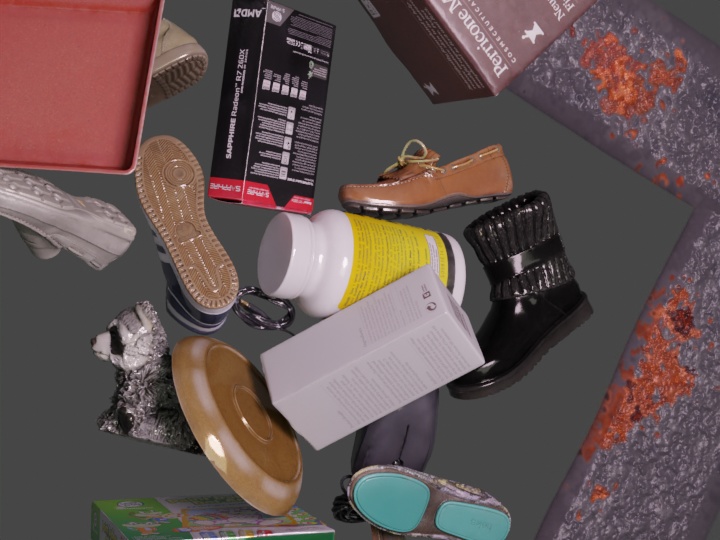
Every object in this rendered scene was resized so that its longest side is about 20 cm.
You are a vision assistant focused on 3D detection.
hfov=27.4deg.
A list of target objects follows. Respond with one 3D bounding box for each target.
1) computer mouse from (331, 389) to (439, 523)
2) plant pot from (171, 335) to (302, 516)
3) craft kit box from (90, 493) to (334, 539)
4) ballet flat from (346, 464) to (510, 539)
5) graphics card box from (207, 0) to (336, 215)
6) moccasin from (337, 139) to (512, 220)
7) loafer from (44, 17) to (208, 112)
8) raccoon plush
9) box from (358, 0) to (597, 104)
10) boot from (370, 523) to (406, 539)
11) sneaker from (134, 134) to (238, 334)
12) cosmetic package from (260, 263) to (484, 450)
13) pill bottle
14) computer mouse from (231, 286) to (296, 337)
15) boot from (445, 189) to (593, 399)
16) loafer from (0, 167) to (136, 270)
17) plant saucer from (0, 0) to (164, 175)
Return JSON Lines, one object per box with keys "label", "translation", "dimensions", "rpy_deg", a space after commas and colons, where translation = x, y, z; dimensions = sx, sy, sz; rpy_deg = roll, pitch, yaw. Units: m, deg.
{"label": "computer mouse", "translation": [0.044, 0.181, 1.565], "dimensions": [0.137, 0.053, 0.202], "rpy_deg": [-3, 109, -18]}
{"label": "plant pot", "translation": [-0.114, 0.146, 1.455], "dimensions": [0.027, 0.200, 0.201], "rpy_deg": [-31, 106, 15]}
{"label": "craft kit box", "translation": [-0.148, 0.259, 1.444], "dimensions": [0.198, 0.197, 0.049], "rpy_deg": [0, 90, -22]}
{"label": "ballet flat", "translation": [0.063, 0.242, 1.540], "dimensions": [0.199, 0.072, 0.073], "rpy_deg": [20, 86, -26]}
{"label": "graphics card box", "translation": [-0.088, -0.163, 1.489], "dimensions": [0.125, 0.050, 0.202], "rpy_deg": [5, 93, -56]}
{"label": "moccasin", "translation": [0.069, -0.099, 1.574], "dimensions": [0.199, 0.074, 0.079], "rpy_deg": [-12, 88, -17]}
{"label": "loafer", "translation": [-0.248, -0.184, 1.448], "dimensions": [0.198, 0.076, 0.069], "rpy_deg": [-25, 64, -9]}
{"label": "raccoon plush", "translation": [-0.181, 0.112, 1.490], "dimensions": [0.199, 0.096, 0.135], "rpy_deg": [20, 77, -32]}
{"label": "box", "translation": [0.128, -0.302, 1.534], "dimensions": [0.200, 0.164, 0.166], "rpy_deg": [-44, 107, -13]}
{"label": "boot", "translation": [0.084, 0.329, 1.547], "dimensions": [0.096, 0.075, 0.202], "rpy_deg": [-26, 81, 9]}
{"label": "sneaker", "translation": [-0.180, -0.030, 1.490], "dimensions": [0.069, 0.109, 0.201], "rpy_deg": [-17, 69, -17]}
{"label": "cosmetic package", "translation": [0.012, 0.089, 1.479], "dimensions": [0.199, 0.072, 0.102], "rpy_deg": [-28, 136, 10]}
{"label": "pill bottle", "translation": [0.000, 0.000, 1.521], "dimensions": [0.198, 0.112, 0.114], "rpy_deg": [11, 89, -28]}
{"label": "computer mouse", "translation": [-0.058, 0.080, 1.549], "dimensions": [0.059, 0.034, 0.200], "rpy_deg": [-46, 113, 3]}
{"label": "boot", "translation": [0.149, 0.025, 1.605], "dimensions": [0.211, 0.079, 0.159], "rpy_deg": [-37, 112, -26]}
{"label": "loafer", "translation": [-0.295, -0.043, 1.400], "dimensions": [0.070, 0.070, 0.199], "rpy_deg": [-54, 144, 9]}
{"label": "plant saucer", "translation": [-0.290, -0.180, 1.387], "dimensions": [0.197, 0.037, 0.202], "rpy_deg": [4, 69, 5]}
